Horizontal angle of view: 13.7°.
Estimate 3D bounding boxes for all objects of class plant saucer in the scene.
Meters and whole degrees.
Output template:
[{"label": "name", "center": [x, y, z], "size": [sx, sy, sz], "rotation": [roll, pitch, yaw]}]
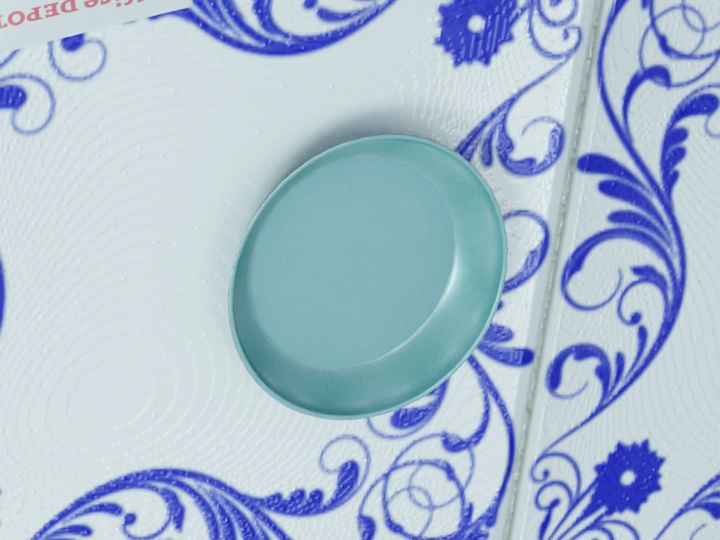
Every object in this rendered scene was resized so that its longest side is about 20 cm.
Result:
[{"label": "plant saucer", "center": [0.000, 0.000, 1.957], "size": [0.199, 0.036, 0.201], "rotation": [-10, 116, -22]}]

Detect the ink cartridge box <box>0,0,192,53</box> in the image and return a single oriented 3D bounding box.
[{"label": "ink cartridge box", "center": [-0.185, -0.240, 1.737], "size": [0.144, 0.084, 0.201], "rotation": [-15, 117, -19]}]
